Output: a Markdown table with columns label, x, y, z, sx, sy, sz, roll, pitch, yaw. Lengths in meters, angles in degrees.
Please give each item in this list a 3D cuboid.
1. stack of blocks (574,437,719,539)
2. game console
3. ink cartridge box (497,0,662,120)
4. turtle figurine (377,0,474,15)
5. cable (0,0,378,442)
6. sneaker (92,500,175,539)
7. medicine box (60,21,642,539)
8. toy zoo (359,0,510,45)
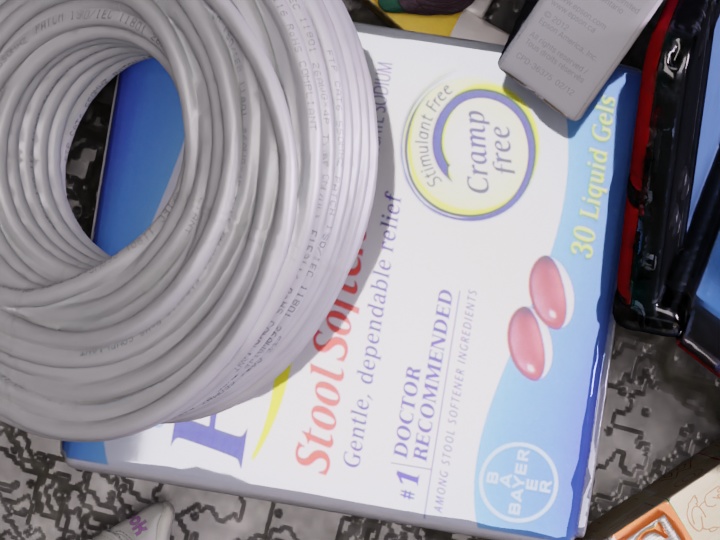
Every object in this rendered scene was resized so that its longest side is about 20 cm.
| label | x | y | z | sx | sy | sz | roll | pitch | yaw |
| --- | --- | --- | --- | --- | --- | --- | --- | --- | --- |
| stack of blocks | 0.113 | 0.161 | 1.091 | 0.199 | 0.059 | 0.116 | -33 | 92 | -5 |
| game console | 0.173 | -0.047 | 1.022 | 0.118 | 0.200 | 0.173 | 12 | 125 | 12 |
| ink cartridge box | 0.132 | -0.178 | 0.968 | 0.043 | 0.199 | 0.200 | 33 | 127 | -5 |
| turtle figurine | 0.033 | -0.154 | 0.996 | 0.101 | 0.200 | 0.150 | 40 | 89 | 6 |
| cable | -0.089 | -0.041 | 0.966 | 0.199 | 0.069 | 0.202 | 15 | 94 | 30 |
| sneaker | -0.040 | 0.178 | 1.070 | 0.200 | 0.075 | 0.100 | 45 | 87 | -3 |
| medicine box | 0.000 | 0.000 | 1.049 | 0.198 | 0.103 | 0.184 | 9 | 90 | 3 |
| toy zoo | 0.068 | -0.158 | 1.112 | 0.131 | 0.020 | 0.201 | 29 | 87 | -4 |
